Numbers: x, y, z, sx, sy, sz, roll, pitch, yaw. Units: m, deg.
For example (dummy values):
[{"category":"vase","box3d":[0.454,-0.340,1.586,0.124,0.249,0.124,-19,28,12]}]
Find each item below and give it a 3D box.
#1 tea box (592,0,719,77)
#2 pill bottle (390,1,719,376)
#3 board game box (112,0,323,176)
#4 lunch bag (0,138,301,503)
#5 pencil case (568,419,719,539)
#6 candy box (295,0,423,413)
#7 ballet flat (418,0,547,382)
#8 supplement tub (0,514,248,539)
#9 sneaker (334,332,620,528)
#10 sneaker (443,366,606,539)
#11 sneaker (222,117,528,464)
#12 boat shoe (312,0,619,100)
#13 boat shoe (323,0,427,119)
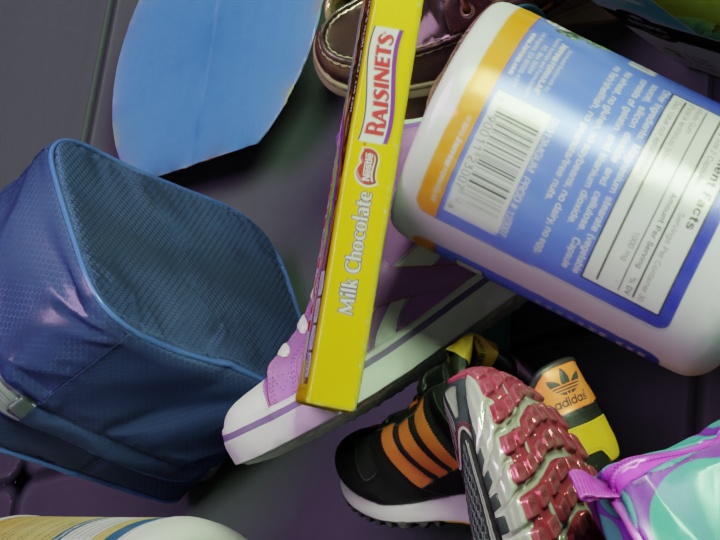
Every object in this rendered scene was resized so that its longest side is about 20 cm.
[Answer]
[{"category":"tea box","box3d":[0.177,-0.170,1.076,0.200,0.196,0.134,24,84,52]},{"category":"pill bottle","box3d":[0.123,-0.024,1.045,0.199,0.112,0.113,26,85,7]},{"category":"board game box","box3d":[-0.073,-0.130,1.454,0.199,0.039,0.159,-15,61,48]},{"category":"lunch bag","box3d":[-0.138,0.034,1.288,0.132,0.199,0.136,-41,47,25]},{"category":"pencil case","box3d":[0.187,0.065,0.956,0.199,0.093,0.085,-34,25,-1]},{"category":"candy box","box3d":[0.000,-0.039,1.064,0.102,0.026,0.202,115,165,-86]},{"category":"ballet flat","box3d":[0.047,-0.038,1.202,0.065,0.070,0.202,16,97,54]},{"category":"supplement tub","box3d":[-0.142,0.196,1.232,0.199,0.144,0.146,-5,63,46]},{"category":"sneaker","box3d":[0.051,0.070,1.122,0.200,0.070,0.091,5,110,58]},{"category":"sneaker","box3d":[0.063,0.138,0.987,0.074,0.080,0.201,-17,81,27]},{"category":"sneaker","box3d":[0.000,0.000,1.148,0.200,0.073,0.115,-36,84,5]},{"category":"boat shoe","box3d":[0.067,-0.147,1.216,0.199,0.072,0.073,-17,56,2]},{"category":"boat shoe","box3d":[0.045,-0.097,1.277,0.072,0.064,0.200,-58,40,2]}]
